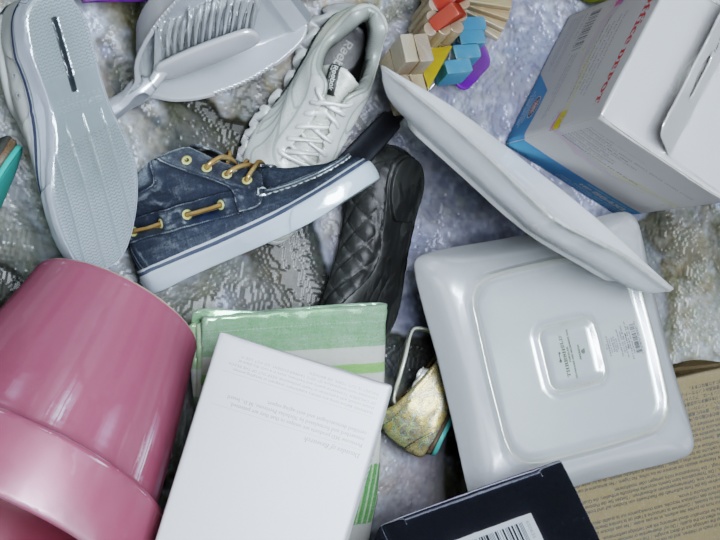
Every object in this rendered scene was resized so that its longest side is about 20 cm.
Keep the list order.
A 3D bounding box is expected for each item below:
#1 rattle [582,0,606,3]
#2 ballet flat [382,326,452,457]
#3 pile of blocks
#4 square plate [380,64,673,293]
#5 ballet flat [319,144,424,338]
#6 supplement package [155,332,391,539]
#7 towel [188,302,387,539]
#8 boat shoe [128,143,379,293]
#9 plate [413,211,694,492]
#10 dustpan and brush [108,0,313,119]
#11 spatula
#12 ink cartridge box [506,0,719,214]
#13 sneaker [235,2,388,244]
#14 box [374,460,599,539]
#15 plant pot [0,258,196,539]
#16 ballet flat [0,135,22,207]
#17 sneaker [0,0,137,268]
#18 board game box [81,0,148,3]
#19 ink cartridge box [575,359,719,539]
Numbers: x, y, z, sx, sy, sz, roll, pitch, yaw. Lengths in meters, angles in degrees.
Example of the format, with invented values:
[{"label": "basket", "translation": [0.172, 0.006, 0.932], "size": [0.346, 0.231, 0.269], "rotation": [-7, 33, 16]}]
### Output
[{"label": "rattle", "translation": [0.207, -0.322, 1.214], "size": [0.130, 0.143, 0.201], "rotation": [22, 88, 2]}, {"label": "ballet flat", "translation": [0.075, 0.048, 1.199], "size": [0.070, 0.071, 0.201], "rotation": [33, 79, -14]}, {"label": "pile of blocks", "translation": [0.081, -0.205, 1.180], "size": [0.082, 0.062, 0.201], "rotation": [27, 65, -10]}, {"label": "square plate", "translation": [0.117, -0.059, 1.114], "size": [0.029, 0.198, 0.200], "rotation": [-52, 143, 10]}, {"label": "ballet flat", "translation": [0.000, 0.000, 1.190], "size": [0.066, 0.057, 0.201], "rotation": [20, 87, -44]}, {"label": "supplement package", "translation": [-0.063, 0.155, 1.019], "size": [0.119, 0.121, 0.201], "rotation": [17, 85, 2]}, {"label": "towel", "translation": [-0.056, 0.125, 1.151], "size": [0.152, 0.023, 0.201], "rotation": [-2, 102, -18]}, {"label": "boat shoe", "translation": [-0.090, -0.060, 1.105], "size": [0.199, 0.071, 0.091], "rotation": [-24, 94, 16]}, {"label": "plate", "translation": [0.155, 0.065, 1.163], "size": [0.199, 0.032, 0.201], "rotation": [-12, 85, -21]}, {"label": "dustpan and brush", "translation": [-0.139, -0.153, 1.121], "size": [0.199, 0.140, 0.058], "rotation": [-22, 65, 12]}, {"label": "spatula", "translation": [0.037, -0.129, 1.184], "size": [0.057, 0.021, 0.200], "rotation": [44, 63, -6]}, {"label": "ink cartridge box", "translation": [0.226, -0.130, 1.178], "size": [0.125, 0.200, 0.129], "rotation": [31, 81, -15]}, {"label": "sneaker", "translation": [-0.036, -0.116, 1.157], "size": [0.075, 0.081, 0.201], "rotation": [25, 83, -18]}, {"label": "box", "translation": [0.082, 0.241, 1.114], "size": [0.147, 0.200, 0.105], "rotation": [-16, 65, -19]}, {"label": "plant pot", "translation": [-0.205, 0.101, 1.048], "size": [0.199, 0.200, 0.180], "rotation": [32, 63, -15]}, {"label": "ballet flat", "translation": [-0.302, -0.008, 1.076], "size": [0.068, 0.068, 0.201], "rotation": [19, 83, -4]}, {"label": "sneaker", "translation": [-0.210, -0.099, 1.089], "size": [0.073, 0.071, 0.201], "rotation": [-16, 104, -31]}, {"label": "board game box", "translation": [-0.105, -0.265, 1.110], "size": [0.199, 0.105, 0.104], "rotation": [-5, 68, -18]}, {"label": "ink cartridge box", "translation": [0.217, 0.171, 1.234], "size": [0.199, 0.075, 0.166], "rotation": [-10, 93, -19]}]
